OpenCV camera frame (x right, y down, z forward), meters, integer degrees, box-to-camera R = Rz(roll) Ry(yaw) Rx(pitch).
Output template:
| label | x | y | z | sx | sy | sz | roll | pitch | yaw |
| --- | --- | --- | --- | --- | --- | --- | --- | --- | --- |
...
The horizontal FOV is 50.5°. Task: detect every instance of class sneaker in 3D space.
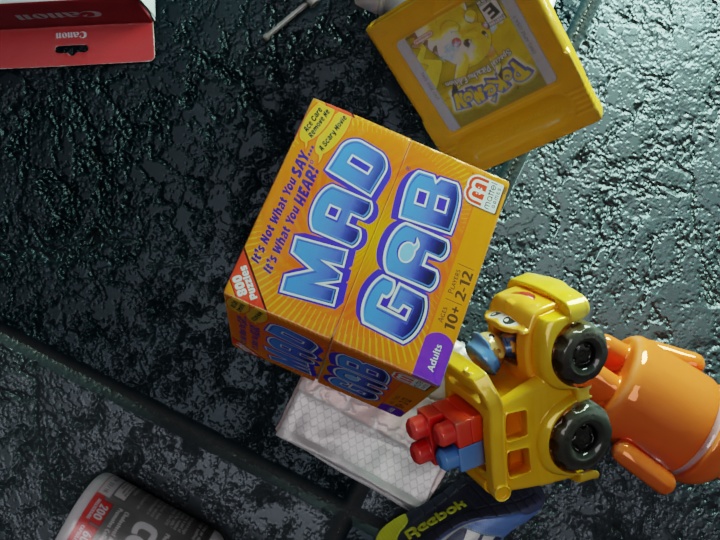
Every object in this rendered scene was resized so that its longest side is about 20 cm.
| label | x | y | z | sx | sy | sz | roll | pitch | yaw |
| --- | --- | --- | --- | --- | --- | --- | --- | --- | --- |
| sneaker | 0.112 | 0.287 | 0.833 | 0.197 | 0.074 | 0.083 | -22 | 117 | -10 |

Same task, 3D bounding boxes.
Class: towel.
| label | x | y | z | sx | sy | sz | roll | pitch | yaw |
| --- | --- | --- | --- | --- | --- | --- | --- | --- | --- |
| towel | 0.029 | 0.144 | 0.855 | 0.198 | 0.032 | 0.193 | 28 | 89 | -1 |

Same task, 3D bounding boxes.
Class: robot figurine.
| label | x | y | z | sx | sy | sz | roll | pitch | yaw |
| --- | --- | --- | --- | --- | --- | --- | --- | --- | --- |
| robot figurine | 0.320 | 0.147 | 0.815 | 0.198 | 0.144 | 0.118 | 32 | 111 | 1 |

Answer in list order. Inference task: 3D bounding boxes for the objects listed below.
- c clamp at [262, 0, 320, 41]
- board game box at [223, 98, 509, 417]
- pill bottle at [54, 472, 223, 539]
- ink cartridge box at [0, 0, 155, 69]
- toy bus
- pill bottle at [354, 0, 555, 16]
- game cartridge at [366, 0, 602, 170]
| label | x | y | z | sx | sy | sz | roll | pitch | yaw |
| --- | --- | --- | --- | --- | --- | --- | --- | --- | --- |
| c clamp | -0.088 | -0.393 | 0.866 | 0.169 | 0.027 | 0.202 | -31 | 90 | -1 |
| board game box | 0.000 | 0.000 | 0.749 | 0.197 | 0.200 | 0.202 | 23 | 71 | 1 |
| pill bottle | -0.215 | 0.310 | 0.809 | 0.198 | 0.114 | 0.115 | 28 | 89 | 0 |
| ink cartridge box | -0.332 | -0.322 | 0.835 | 0.196 | 0.084 | 0.179 | -4 | 89 | -1 |
| toy bus | 0.136 | 0.122 | 0.768 | 0.189 | 0.136 | 0.203 | -12 | 107 | -18 |
| pill bottle | 0.100 | -0.292 | 0.822 | 0.197 | 0.114 | 0.115 | 24 | 89 | 0 |
| game cartridge | 0.127 | -0.206 | 0.784 | 0.175 | 0.033 | 0.201 | -21 | 116 | 33 |
